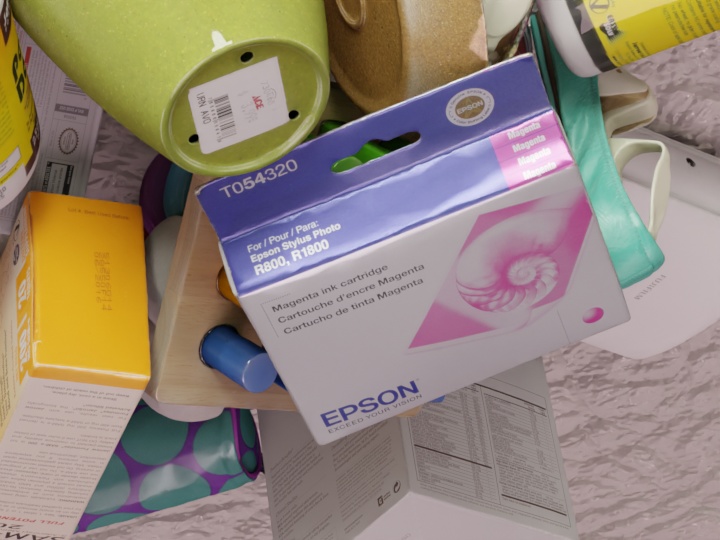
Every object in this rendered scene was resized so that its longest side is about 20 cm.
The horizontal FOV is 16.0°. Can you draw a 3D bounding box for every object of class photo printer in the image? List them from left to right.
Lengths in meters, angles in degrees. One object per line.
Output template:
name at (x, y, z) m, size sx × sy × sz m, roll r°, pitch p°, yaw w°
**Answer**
photo printer at (0.180, -0.018, 1.725) m, size 0.200 × 0.070 × 0.166 m, roll 19°, pitch 135°, yaw -32°

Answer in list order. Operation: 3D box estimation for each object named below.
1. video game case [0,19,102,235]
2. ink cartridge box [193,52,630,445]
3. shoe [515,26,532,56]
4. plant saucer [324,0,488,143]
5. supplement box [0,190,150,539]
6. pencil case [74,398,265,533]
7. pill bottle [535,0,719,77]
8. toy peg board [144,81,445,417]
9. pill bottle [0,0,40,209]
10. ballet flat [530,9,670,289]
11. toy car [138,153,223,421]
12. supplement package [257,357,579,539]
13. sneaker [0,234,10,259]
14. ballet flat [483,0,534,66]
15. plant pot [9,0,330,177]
video game case at (-0.249, -0.101, 1.503) m, size 0.199 × 0.018 × 0.144 m, roll 9°, pitch 99°, yaw -23°
ink cartridge box at (0.033, -0.006, 1.399) m, size 0.196 × 0.043 × 0.200 m, roll -22°, pitch 139°, yaw 4°
shoe at (0.060, -0.138, 1.526) m, size 0.071 × 0.091 × 0.200 m, roll -16°, pitch 142°, yaw 10°
plant saucer at (0.007, -0.156, 1.402) m, size 0.035 × 0.200 × 0.200 m, roll -17°, pitch 146°, yaw -20°
supplement box at (-0.188, 0.062, 1.541) m, size 0.073 × 0.126 × 0.200 m, roll 7°, pitch 142°, yaw -19°
pencil case at (-0.167, 0.134, 1.841) m, size 0.199 × 0.092 × 0.085 m, roll -16°, pitch 111°, yaw 11°
pill bottle at (0.197, -0.194, 1.464) m, size 0.199 × 0.113 × 0.112 m, roll -20°, pitch 141°, yaw 13°
toy peg board at (0.000, 0.000, 1.499) m, size 0.200 × 0.098 × 0.200 m, roll 6°, pitch 105°, yaw -37°
pill bottle at (-0.235, -0.116, 1.359) m, size 0.109 × 0.110 × 0.200 m, roll -7°, pitch 149°, yaw -2°
ballet flat at (0.148, -0.075, 1.536) m, size 0.070 × 0.201 × 0.067 m, roll -12°, pitch 149°, yaw 9°
toy car at (-0.078, -0.016, 1.619) m, size 0.175 × 0.150 × 0.200 m, roll -26°, pitch 154°, yaw -24°
supplement package at (0.034, 0.123, 1.771) m, size 0.150 × 0.200 × 0.152 m, roll 19°, pitch 135°, yaw -32°
sneaker at (-0.201, -0.027, 1.639) m, size 0.084 × 0.075 × 0.200 m, roll 8°, pitch 149°, yaw -19°
ballet flat at (0.085, -0.188, 1.397) m, size 0.069 × 0.071 × 0.201 m, roll 13°, pitch 98°, yaw -21°
plant pot at (-0.096, -0.148, 1.357) m, size 0.187 × 0.200 × 0.187 m, roll -17°, pitch 140°, yaw -15°
